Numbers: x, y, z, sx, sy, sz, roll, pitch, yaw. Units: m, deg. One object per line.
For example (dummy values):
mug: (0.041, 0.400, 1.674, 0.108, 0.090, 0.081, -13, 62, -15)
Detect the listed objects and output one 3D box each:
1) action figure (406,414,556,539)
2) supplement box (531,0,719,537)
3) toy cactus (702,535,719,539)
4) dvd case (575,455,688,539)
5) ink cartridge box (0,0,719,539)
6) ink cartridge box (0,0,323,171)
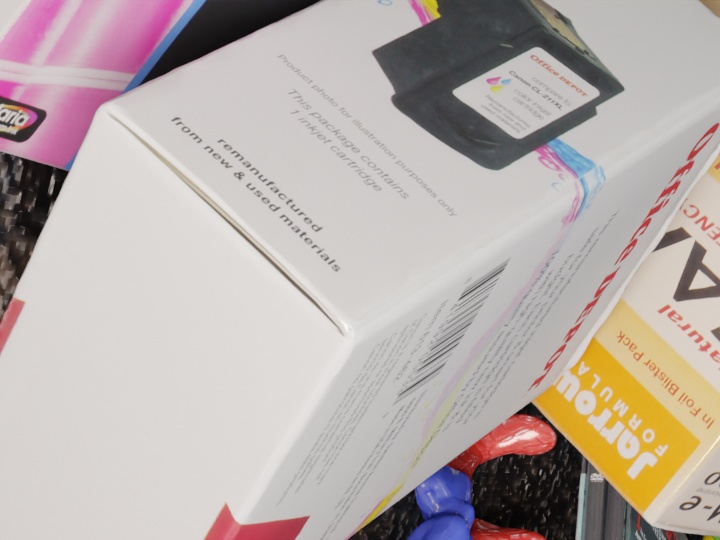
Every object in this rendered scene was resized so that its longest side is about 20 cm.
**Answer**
action figure: (0.042, 0.105, 0.768, 0.200, 0.099, 0.066, -39, 131, -62)
supplement box: (0.126, -0.032, 0.790, 0.200, 0.126, 0.073, -54, 148, 14)
toy cactus: (0.182, 0.153, 0.912, 0.200, 0.102, 0.166, 45, 59, -48)
dvd case: (0.097, 0.177, 0.846, 0.146, 0.022, 0.201, 56, 35, -50)
ink cartridge box: (0.000, 0.000, 0.670, 0.200, 0.083, 0.146, -32, 159, -47)
ink cartridge box: (-0.021, -0.107, 0.606, 0.200, 0.037, 0.095, -52, 146, 16)
